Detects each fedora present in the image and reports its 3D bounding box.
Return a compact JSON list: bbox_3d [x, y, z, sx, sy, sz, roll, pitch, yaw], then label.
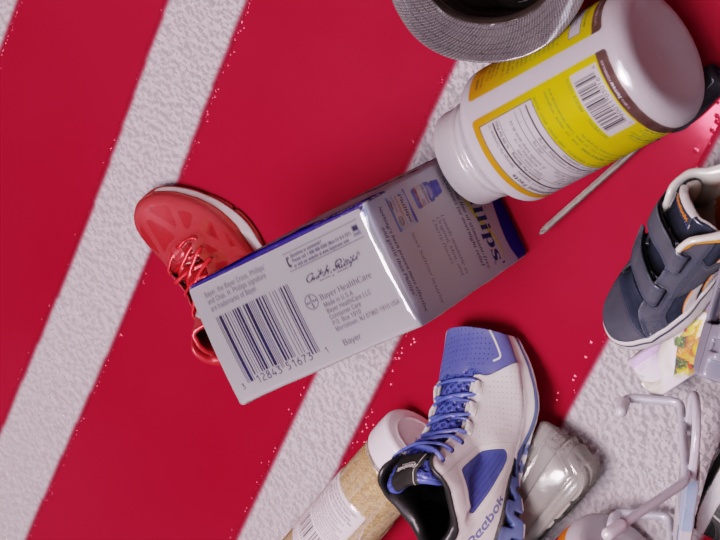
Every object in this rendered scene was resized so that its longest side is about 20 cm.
[{"bbox_3d":[0.107,-0.258,1.630,0.175,0.090,0.202,-4,96,27],"label":"fedora"}]

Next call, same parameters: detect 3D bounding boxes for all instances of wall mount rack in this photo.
[{"bbox_3d":[0.215,0.193,1.648,0.074,0.174,0.202,3,123,6],"label":"wall mount rack"}]

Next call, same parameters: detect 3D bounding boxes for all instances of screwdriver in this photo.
[{"bbox_3d":[0.203,-0.091,1.672,0.200,0.028,0.029,-38,56,33],"label":"screwdriver"}]

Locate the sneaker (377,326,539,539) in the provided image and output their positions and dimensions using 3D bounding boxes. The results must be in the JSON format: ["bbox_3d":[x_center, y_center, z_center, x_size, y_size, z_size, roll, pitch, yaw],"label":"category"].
[{"bbox_3d":[0.075,0.139,1.724,0.080,0.115,0.201,-9,73,40],"label":"sneaker"}]

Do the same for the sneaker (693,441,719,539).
[{"bbox_3d":[0.322,0.136,1.656,0.086,0.080,0.201,29,125,5],"label":"sneaker"}]

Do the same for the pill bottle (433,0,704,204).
[{"bbox_3d":[0.150,-0.122,1.635,0.199,0.109,0.110,-27,93,39],"label":"pill bottle"}]

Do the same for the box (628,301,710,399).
[{"bbox_3d":[0.289,0.028,1.657,0.200,0.041,0.039,-39,87,31],"label":"box"}]

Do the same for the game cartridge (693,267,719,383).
[{"bbox_3d":[0.324,-0.003,1.560,0.132,0.040,0.202,18,89,-13],"label":"game cartridge"}]

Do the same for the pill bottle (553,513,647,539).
[{"bbox_3d":[0.155,0.296,1.777,0.113,0.113,0.200,47,122,7],"label":"pill bottle"}]

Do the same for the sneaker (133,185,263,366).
[{"bbox_3d":[-0.128,0.006,1.831,0.199,0.115,0.079,33,119,15],"label":"sneaker"}]

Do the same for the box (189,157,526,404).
[{"bbox_3d":[0.000,0.000,1.709,0.183,0.200,0.106,-24,93,32],"label":"box"}]

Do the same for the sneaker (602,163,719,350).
[{"bbox_3d":[0.241,-0.020,1.633,0.200,0.079,0.079,-43,46,27],"label":"sneaker"}]

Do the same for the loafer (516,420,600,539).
[{"bbox_3d":[0.116,0.206,1.798,0.070,0.070,0.200,45,114,14],"label":"loafer"}]

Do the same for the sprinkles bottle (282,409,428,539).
[{"bbox_3d":[-0.005,0.204,1.859,0.068,0.068,0.200,44,122,8],"label":"sprinkles bottle"}]
